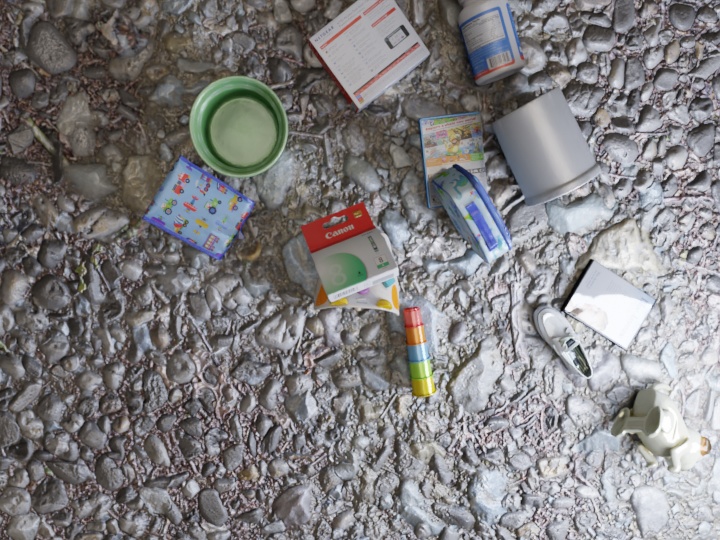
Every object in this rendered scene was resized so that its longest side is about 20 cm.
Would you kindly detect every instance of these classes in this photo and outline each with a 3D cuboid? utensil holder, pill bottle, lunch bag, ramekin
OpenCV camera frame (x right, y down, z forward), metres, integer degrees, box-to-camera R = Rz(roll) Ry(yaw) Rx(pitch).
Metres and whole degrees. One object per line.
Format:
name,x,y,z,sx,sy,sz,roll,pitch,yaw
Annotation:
utensil holder,0.398,-0.268,1.161,0.169,0.170,0.202,-28,97,-2
pill bottle,0.274,-0.515,1.149,0.111,0.112,0.202,-19,97,-4
lunch bag,-0.334,-0.125,1.147,0.199,0.094,0.151,32,89,-17
lunch bag,0.241,-0.121,1.148,0.082,0.161,0.201,-33,112,7
ramekin,-0.249,-0.294,1.125,0.197,0.098,0.203,-1,96,-6

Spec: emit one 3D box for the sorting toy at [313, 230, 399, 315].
sorting toy,0.000,0.000,1.197,0.197,0.107,0.182,4,77,-6

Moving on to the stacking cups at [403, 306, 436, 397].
stacking cups,0.136,0.186,1.236,0.060,0.061,0.203,-7,96,-5

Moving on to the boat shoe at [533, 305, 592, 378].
boat shoe,0.489,0.168,1.266,0.073,0.067,0.200,-40,98,-1

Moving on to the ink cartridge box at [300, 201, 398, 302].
ink cartridge box,-0.028,-0.051,1.148,0.159,0.050,0.202,-21,68,-6

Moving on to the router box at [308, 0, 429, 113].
router box,0.019,-0.478,1.158,0.199,0.049,0.180,-37,98,-1

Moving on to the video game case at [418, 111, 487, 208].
video game case,0.211,-0.250,1.218,0.141,0.018,0.203,-8,97,-4

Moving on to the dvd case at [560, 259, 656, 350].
dvd case,0.599,0.084,1.293,0.199,0.018,0.144,30,92,-8

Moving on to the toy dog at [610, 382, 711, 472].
toy dog,0.738,0.395,1.297,0.200,0.139,0.194,41,54,-7
